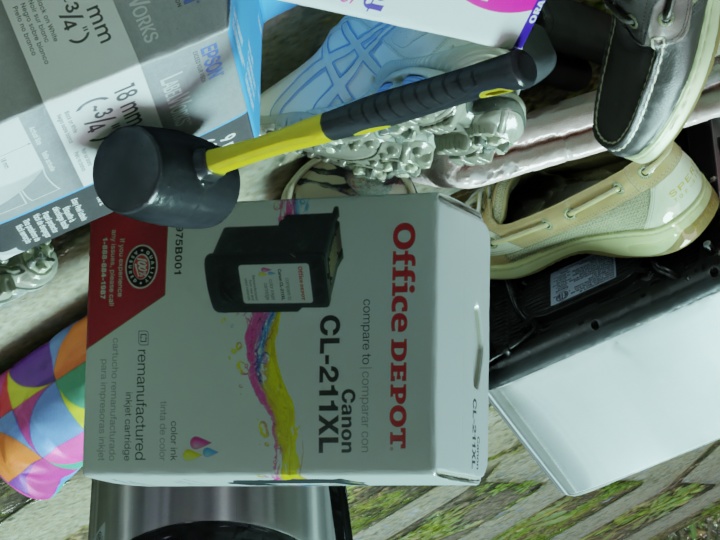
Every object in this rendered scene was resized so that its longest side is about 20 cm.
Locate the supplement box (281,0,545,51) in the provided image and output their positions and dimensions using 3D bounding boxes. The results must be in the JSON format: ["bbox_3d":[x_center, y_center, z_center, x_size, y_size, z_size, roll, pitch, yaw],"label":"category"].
[{"bbox_3d":[-0.001,-0.156,0.780,0.199,0.103,0.102,2,122,-55],"label":"supplement box"}]

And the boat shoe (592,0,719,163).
[{"bbox_3d":[0.139,-0.148,1.027,0.064,0.073,0.202,3,114,-24],"label":"boat shoe"}]

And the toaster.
[{"bbox_3d":[0.154,0.020,1.291,0.199,0.181,0.119,-25,119,20],"label":"toaster"}]

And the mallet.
[{"bbox_3d":[-0.024,-0.058,0.881,0.199,0.042,0.066,-17,167,37],"label":"mallet"}]

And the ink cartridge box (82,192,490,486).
[{"bbox_3d":[-0.038,0.038,1.134,0.198,0.147,0.083,-3,171,20],"label":"ink cartridge box"}]

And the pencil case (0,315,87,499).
[{"bbox_3d":[-0.135,0.059,1.286,0.199,0.089,0.088,-29,163,19],"label":"pencil case"}]

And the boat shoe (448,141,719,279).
[{"bbox_3d":[0.110,-0.042,1.241,0.200,0.063,0.073,-3,-137,46],"label":"boat shoe"}]

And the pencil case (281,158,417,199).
[{"bbox_3d":[0.000,0.000,1.299,0.078,0.089,0.200,-63,170,-16],"label":"pencil case"}]

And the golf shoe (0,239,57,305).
[{"bbox_3d":[-0.242,0.012,1.021,0.199,0.079,0.097,-6,160,-45],"label":"golf shoe"}]

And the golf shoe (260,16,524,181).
[{"bbox_3d":[0.016,-0.099,1.036,0.078,0.098,0.199,16,168,-33],"label":"golf shoe"}]

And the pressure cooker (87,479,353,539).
[{"bbox_3d":[-0.098,0.161,1.461,0.175,0.201,0.179,-25,130,18],"label":"pressure cooker"}]

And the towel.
[{"bbox_3d":[0.121,-0.082,1.187,0.189,0.033,0.200,-17,-177,-4],"label":"towel"}]

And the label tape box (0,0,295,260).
[{"bbox_3d":[-0.092,-0.091,0.947,0.199,0.064,0.144,-24,163,-5],"label":"label tape box"}]

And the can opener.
[{"bbox_3d":[0.090,-0.112,1.137,0.053,0.067,0.199,-34,161,25],"label":"can opener"}]
